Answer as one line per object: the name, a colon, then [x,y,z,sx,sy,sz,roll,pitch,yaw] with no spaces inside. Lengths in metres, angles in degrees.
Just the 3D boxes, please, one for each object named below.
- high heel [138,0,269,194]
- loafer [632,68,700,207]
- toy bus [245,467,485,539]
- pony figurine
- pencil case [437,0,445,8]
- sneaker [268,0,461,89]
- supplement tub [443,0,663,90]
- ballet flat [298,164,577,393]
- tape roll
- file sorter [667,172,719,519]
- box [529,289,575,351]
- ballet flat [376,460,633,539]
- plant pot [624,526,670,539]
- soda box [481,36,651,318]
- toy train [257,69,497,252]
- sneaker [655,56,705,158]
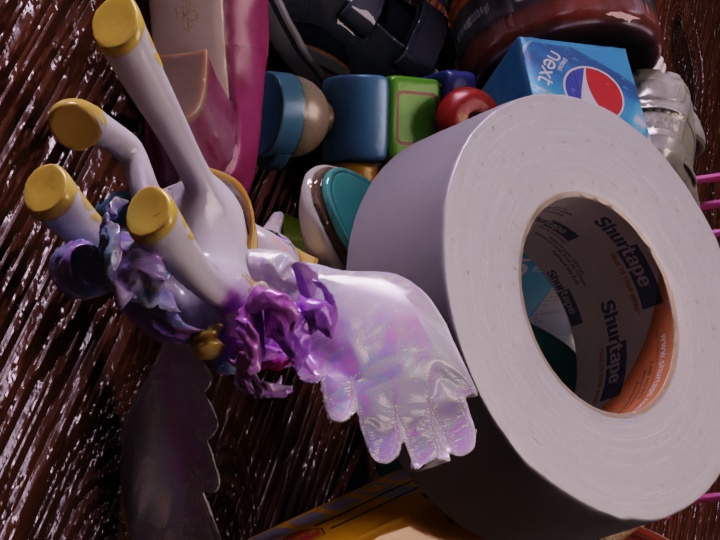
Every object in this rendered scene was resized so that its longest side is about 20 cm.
high heel: [-0.070,-0.113,1.376,0.096,0.067,0.201,74,22,-52]
loafer: [0.142,-0.018,1.559,0.201,0.069,0.070,86,2,-50]
toy bus: [0.007,0.138,1.364,0.199,0.078,0.065,-22,105,-37]
pony figurine: [-0.057,0.012,1.227,0.200,0.166,0.194,48,23,-49]
pencil case: [0.064,-0.181,1.654,0.200,0.084,0.085,49,-12,-1]
sneaker: [0.008,-0.119,1.547,0.200,0.079,0.079,58,29,-33]
supplement tub: [0.086,-0.186,1.550,0.107,0.106,0.201,45,29,-61]
ballet flat: [0.024,0.025,1.397,0.200,0.069,0.070,37,43,-34]
tape roll: [0.087,0.024,1.356,0.200,0.066,0.201,19,61,-38]
file sorter: [0.227,0.033,1.743,0.200,0.125,0.140,-59,137,-63]
box: [0.108,0.066,1.741,0.200,0.106,0.153,-64,141,-60]
ballet flat: [0.083,0.104,1.507,0.065,0.200,0.071,-19,109,-28]
plant pot: [0.084,0.240,1.478,0.195,0.200,0.202,-17,97,-64]
soda box: [0.073,-0.031,1.521,0.200,0.064,0.068,125,-38,-48]
toy train: [0.000,0.000,1.461,0.085,0.115,0.201,170,-77,-65]
sneaker: [0.131,-0.053,1.708,0.079,0.074,0.200,48,54,1]
